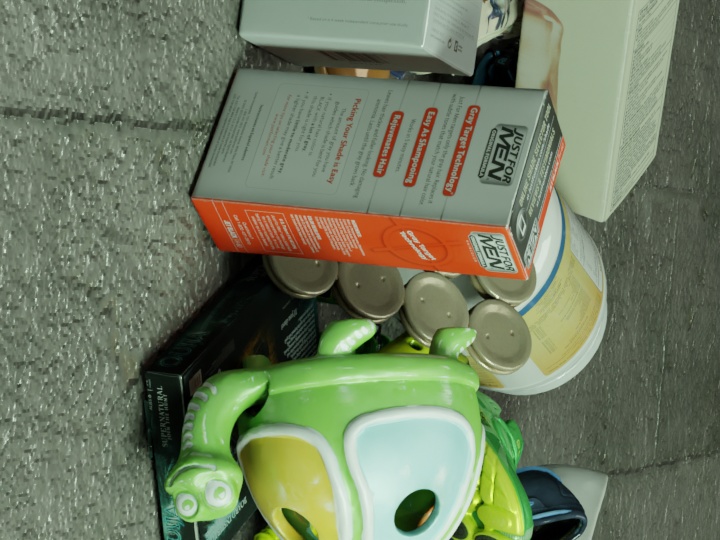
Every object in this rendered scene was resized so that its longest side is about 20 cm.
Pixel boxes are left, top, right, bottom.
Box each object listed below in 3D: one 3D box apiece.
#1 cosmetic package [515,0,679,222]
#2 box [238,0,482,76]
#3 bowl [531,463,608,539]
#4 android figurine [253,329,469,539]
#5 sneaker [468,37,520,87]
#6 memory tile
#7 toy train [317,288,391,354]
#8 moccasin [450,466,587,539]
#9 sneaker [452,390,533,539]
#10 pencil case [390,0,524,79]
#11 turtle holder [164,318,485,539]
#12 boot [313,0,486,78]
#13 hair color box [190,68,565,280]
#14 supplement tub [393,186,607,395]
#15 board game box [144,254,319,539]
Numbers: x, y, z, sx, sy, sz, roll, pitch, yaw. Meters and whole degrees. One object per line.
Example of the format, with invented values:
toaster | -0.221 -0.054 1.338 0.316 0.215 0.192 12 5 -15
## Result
cosmetic package | 0.168 -0.150 1.855 0.103 0.087 0.201 -47 151 -45
box | 0.010 -0.229 1.594 0.097 0.124 0.201 18 79 -68
bowl | 0.100 0.249 1.934 0.200 0.074 0.200 117 -3 -51
android figurine | -0.001 0.122 1.668 0.200 0.041 0.182 -33 153 -49
sneaker | 0.128 -0.143 1.979 0.200 0.073 0.082 -63 151 -43
memory tile | 0.029 -0.025 1.651 0.199 0.017 0.154 22 56 -25
toy train | 0.000 0.000 1.714 0.042 0.056 0.201 14 85 -67
moccasin | 0.070 0.206 1.811 0.200 0.068 0.081 -37 130 -14
sneaker | 0.083 0.125 1.793 0.200 0.083 0.074 -121 -136 -54
pencil case | 0.069 -0.185 1.806 0.090 0.078 0.200 57 26 1
turtle holder | -0.010 0.103 1.497 0.185 0.141 0.132 14 67 -57
boot | 0.050 -0.183 1.663 0.074 0.154 0.201 -18 112 -67
hair color box | 0.011 -0.058 1.533 0.061 0.199 0.102 64 38 -53
supplement tub | 0.093 0.002 1.832 0.200 0.144 0.145 47 52 -63
board game box | -0.073 0.079 1.587 0.200 0.028 0.136 -48 139 -57
